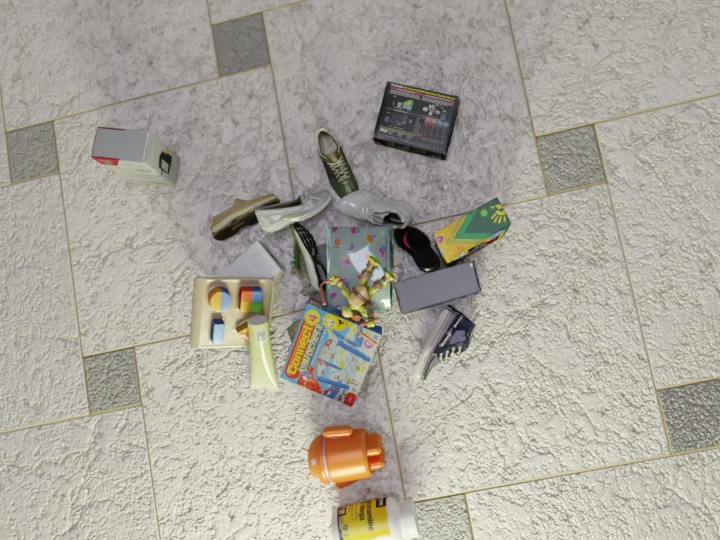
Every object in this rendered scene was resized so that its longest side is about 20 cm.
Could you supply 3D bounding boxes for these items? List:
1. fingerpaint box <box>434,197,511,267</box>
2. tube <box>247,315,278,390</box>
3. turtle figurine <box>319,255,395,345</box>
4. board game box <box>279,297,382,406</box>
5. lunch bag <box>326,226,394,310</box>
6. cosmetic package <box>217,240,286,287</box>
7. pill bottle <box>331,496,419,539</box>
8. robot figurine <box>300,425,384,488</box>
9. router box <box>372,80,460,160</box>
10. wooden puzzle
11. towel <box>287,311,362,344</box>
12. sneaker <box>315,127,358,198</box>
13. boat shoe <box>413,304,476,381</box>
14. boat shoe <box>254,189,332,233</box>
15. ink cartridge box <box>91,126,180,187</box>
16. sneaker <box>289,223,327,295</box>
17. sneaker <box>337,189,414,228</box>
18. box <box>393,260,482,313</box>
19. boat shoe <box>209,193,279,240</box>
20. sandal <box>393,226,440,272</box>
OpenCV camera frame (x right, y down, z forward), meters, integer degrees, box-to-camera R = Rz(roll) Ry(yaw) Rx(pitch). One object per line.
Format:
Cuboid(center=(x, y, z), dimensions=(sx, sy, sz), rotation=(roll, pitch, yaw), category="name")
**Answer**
Cuboid(center=(0.260, -0.082, 1.584), dimensions=(0.164, 0.200, 0.074), rotation=(-29, 82, 3), category="fingerpaint box")
Cuboid(center=(-0.247, 0.211, 1.668), dimensions=(0.057, 0.051, 0.205), rotation=(23, 124, 44), category="tube")
Cuboid(center=(0.010, 0.060, 1.562), dimensions=(0.162, 0.064, 0.200), rotation=(-49, 67, 10), category="turtle figurine")
Cuboid(center=(-0.071, 0.198, 1.620), dimensions=(0.192, 0.056, 0.204), rotation=(21, 103, -3), category="board game box")
Cuboid(center=(0.000, 0.000, 1.650), dimensions=(0.166, 0.122, 0.205), rotation=(-1, 81, 6), category="lunch bag")
Cuboid(center=(-0.296, 0.031, 1.710), dimensions=(0.199, 0.071, 0.102), rotation=(-42, 82, 1), category="cosmetic package")
Cuboid(center=(0.036, 0.600, 1.583), dimensions=(0.195, 0.112, 0.115), rotation=(-13, 82, 5), category="pill bottle")
Cuboid(center=(-0.041, 0.447, 1.609), dimensions=(0.195, 0.145, 0.119), rotation=(-10, 60, 6), category="robot figurine")
Cuboid(center=(0.141, -0.379, 1.702), dimensions=(0.196, 0.062, 0.153), rotation=(15, 87, 9), category="router box")
Cuboid(center=(-0.313, 0.110, 1.647), dimensions=(0.195, 0.046, 0.189), rotation=(2, 111, -19), category="wooden puzzle")
Cuboid(center=(-0.077, 0.181, 1.683), dimensions=(0.196, 0.036, 0.152), rotation=(-16, 83, 5), category="towel")
Cuboid(center=(-0.066, -0.273, 1.704), dimensions=(0.066, 0.090, 0.204), rotation=(-25, 82, 3), category="sneaker")
Cuboid(center=(0.206, 0.191, 1.623), dimensions=(0.091, 0.075, 0.203), rotation=(25, 87, 17), category="boat shoe")
Cuboid(center=(-0.167, -0.161, 1.698), dimensions=(0.198, 0.075, 0.066), rotation=(-23, 115, -4), category="boat shoe")
Cuboid(center=(-0.568, -0.287, 1.718), dimensions=(0.142, 0.200, 0.085), rotation=(6, 81, 8), category="ink cartridge box")
Cuboid(center=(-0.153, -0.026, 1.704), dimensions=(0.087, 0.077, 0.204), rotation=(-27, 76, 21), category="sneaker")
Cuboid(center=(0.036, -0.149, 1.670), dimensions=(0.195, 0.087, 0.076), rotation=(9, 113, 10), category="sneaker")
Cuboid(center=(0.184, 0.043, 1.611), dimensions=(0.196, 0.141, 0.081), rotation=(-16, 81, 6), category="box")
Cuboid(center=(-0.305, -0.157, 1.738), dimensions=(0.197, 0.072, 0.077), rotation=(-26, 65, 2), category="boat shoe")
Cuboid(center=(0.138, -0.067, 1.622), dimensions=(0.074, 0.201, 0.046), rotation=(-20, 125, -9), category="sandal")
